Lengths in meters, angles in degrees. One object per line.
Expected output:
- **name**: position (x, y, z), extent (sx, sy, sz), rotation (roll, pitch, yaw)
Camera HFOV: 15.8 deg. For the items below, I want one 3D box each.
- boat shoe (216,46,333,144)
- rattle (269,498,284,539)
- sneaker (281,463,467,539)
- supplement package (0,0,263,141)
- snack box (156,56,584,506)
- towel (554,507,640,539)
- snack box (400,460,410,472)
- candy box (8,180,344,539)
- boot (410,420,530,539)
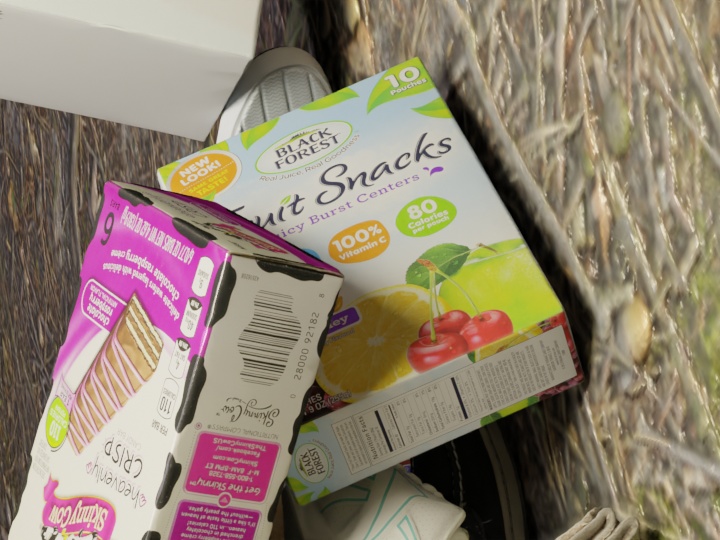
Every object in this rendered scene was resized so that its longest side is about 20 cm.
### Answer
- **boat shoe**: position (-0.054, -0.057, 1.492), extent (0.200, 0.072, 0.062), rotation (94, 157, -46)
- **rattle**: position (0.027, 0.074, 1.356), extent (0.130, 0.143, 0.200), rotation (82, -153, -51)
- **sneaker**: position (0.005, 0.119, 1.172), extent (0.200, 0.080, 0.071), rotation (-107, 11, -58)
- **supplement package**: position (-0.129, -0.200, 1.425), extent (0.151, 0.151, 0.201), rotation (133, 147, -70)
- **snack box**: position (0.000, 0.000, 1.193), extent (0.200, 0.142, 0.053), rotation (-116, 5, -47)
- **towel**: position (0.058, 0.187, 1.129), extent (0.034, 0.132, 0.200), rotation (40, 146, 20)
- **snack box**: position (0.009, 0.171, 1.473), extent (0.200, 0.024, 0.072), rotation (119, 138, -65)
- **candy box**: position (-0.087, 0.074, 1.122), extent (0.136, 0.061, 0.200), rotation (28, 104, 59)
- **boot**: position (0.003, 0.152, 1.249), extent (0.073, 0.153, 0.204), rotation (166, 95, -74)
